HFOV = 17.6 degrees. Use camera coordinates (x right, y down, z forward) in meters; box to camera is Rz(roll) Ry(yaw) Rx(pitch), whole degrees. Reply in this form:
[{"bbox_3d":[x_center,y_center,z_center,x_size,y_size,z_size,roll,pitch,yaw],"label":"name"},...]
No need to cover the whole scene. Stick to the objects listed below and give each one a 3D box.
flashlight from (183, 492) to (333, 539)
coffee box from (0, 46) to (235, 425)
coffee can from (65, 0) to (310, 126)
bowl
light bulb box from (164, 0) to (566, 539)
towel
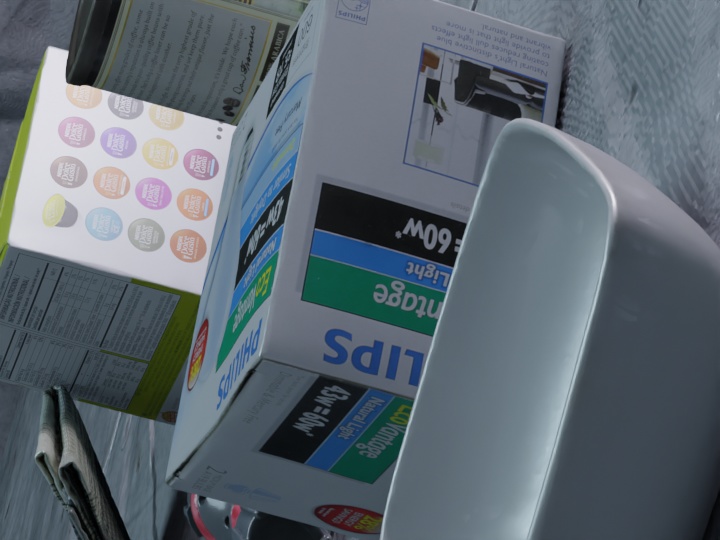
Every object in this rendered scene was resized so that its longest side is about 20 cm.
[{"bbox_3d":[-0.062,0.145,1.376,0.200,0.067,0.069,-175,95,-79],"label":"flashlight"},{"bbox_3d":[-0.199,-0.025,1.892,0.200,0.196,0.201,121,160,-53],"label":"coffee box"},{"bbox_3d":[-0.071,-0.162,1.451,0.146,0.198,0.148,-165,90,-78],"label":"coffee can"},{"bbox_3d":[0.074,0.056,0.829,0.200,0.074,0.201,-127,52,-74],"label":"bowl"},{"bbox_3d":[0.000,0.000,1.116,0.198,0.124,0.202,128,155,-62],"label":"light bulb box"},{"bbox_3d":[-0.208,0.203,1.823,0.200,0.034,0.194,-125,15,-74],"label":"towel"}]
